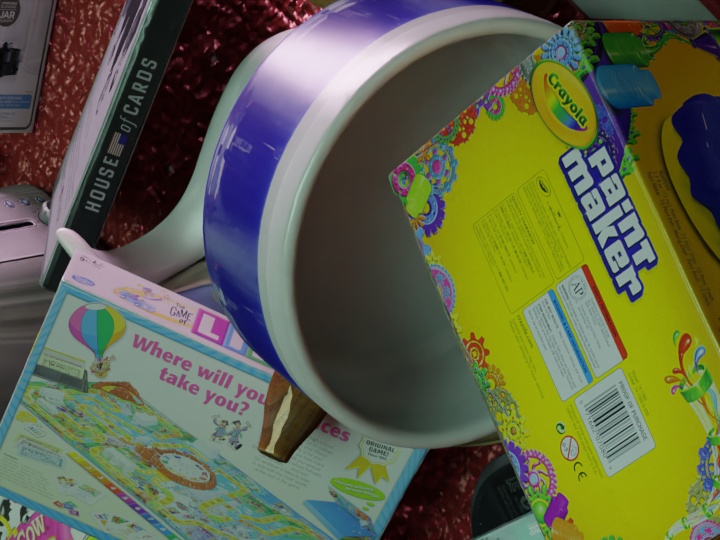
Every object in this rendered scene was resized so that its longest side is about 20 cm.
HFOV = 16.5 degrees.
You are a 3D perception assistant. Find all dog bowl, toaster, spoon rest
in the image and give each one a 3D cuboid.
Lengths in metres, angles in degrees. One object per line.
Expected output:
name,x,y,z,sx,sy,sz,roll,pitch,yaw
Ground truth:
dog bowl,0.031,-0.026,1.123,0.079,0.199,0.201,32,112,52
toaster,-0.241,0.044,1.439,0.114,0.129,0.201,45,118,28
spoon rest,-0.065,-0.054,1.299,0.200,0.061,0.099,-36,67,-10

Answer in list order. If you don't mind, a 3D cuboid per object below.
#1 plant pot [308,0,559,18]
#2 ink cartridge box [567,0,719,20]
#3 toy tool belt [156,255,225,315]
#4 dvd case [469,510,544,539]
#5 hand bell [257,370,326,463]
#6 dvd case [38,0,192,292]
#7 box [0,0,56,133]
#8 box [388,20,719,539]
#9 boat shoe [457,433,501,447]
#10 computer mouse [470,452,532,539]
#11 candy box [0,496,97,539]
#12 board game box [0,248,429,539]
plant pot,0.012,-0.195,1.217,0.200,0.186,0.187,44,118,12
ink cartridge box,0.126,-0.230,1.087,0.082,0.146,0.201,6,71,39
toy tool belt,-0.057,0.050,1.320,0.199,0.125,0.123,-17,107,35
dvd case,0.093,0.225,1.222,0.146,0.022,0.201,-30,86,44
hand bell,0.000,0.000,1.202,0.104,0.104,0.201,16,77,36
dvd case,-0.127,-0.103,1.348,0.025,0.150,0.201,19,111,-11
box,-0.233,-0.192,1.464,0.116,0.060,0.201,20,105,36
box,0.149,0.013,1.013,0.122,0.192,0.201,-39,67,41
boat shoe,0.083,0.041,1.227,0.199,0.064,0.072,-22,79,36
computer mouse,0.138,0.110,1.188,0.199,0.053,0.139,-21,93,44
candy box,-0.159,0.200,1.419,0.167,0.071,0.201,-32,74,34
board game box,-0.079,0.090,1.251,0.199,0.034,0.135,25,119,-5
